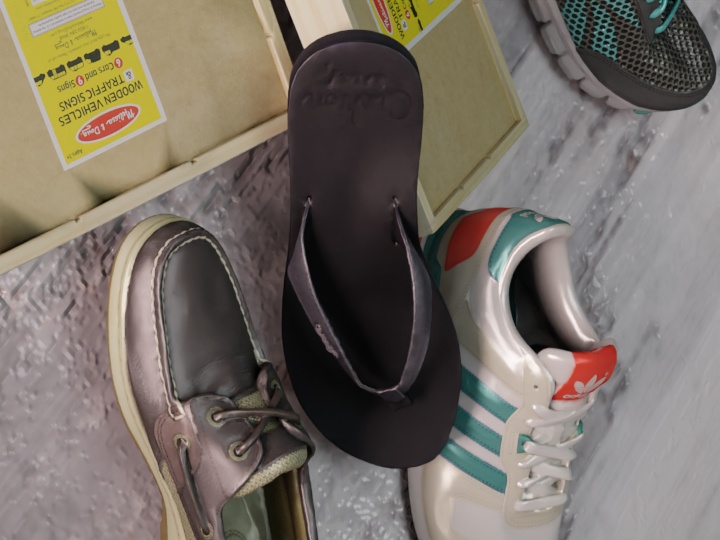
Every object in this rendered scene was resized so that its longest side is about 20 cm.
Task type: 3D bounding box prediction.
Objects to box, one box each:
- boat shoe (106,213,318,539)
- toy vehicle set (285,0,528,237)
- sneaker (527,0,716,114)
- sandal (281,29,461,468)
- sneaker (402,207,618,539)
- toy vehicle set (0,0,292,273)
[{"bbox_3d":[-0.049,0.075,0.866,0.072,0.066,0.201,-24,111,-45],"label":"boat shoe"},{"bbox_3d":[0.010,-0.128,0.947,0.124,0.026,0.200,-46,118,-54],"label":"toy vehicle set"},{"bbox_3d":[0.126,-0.150,1.036,0.200,0.091,0.078,44,60,-31],"label":"sneaker"},{"bbox_3d":[-0.001,0.000,0.900,0.043,0.076,0.200,-97,178,-65],"label":"sandal"},{"bbox_3d":[0.073,0.067,0.971,0.070,0.093,0.200,-8,92,-42],"label":"sneaker"},{"bbox_3d":[-0.116,-0.083,0.842,0.200,0.026,0.124,-30,107,-40],"label":"toy vehicle set"}]
